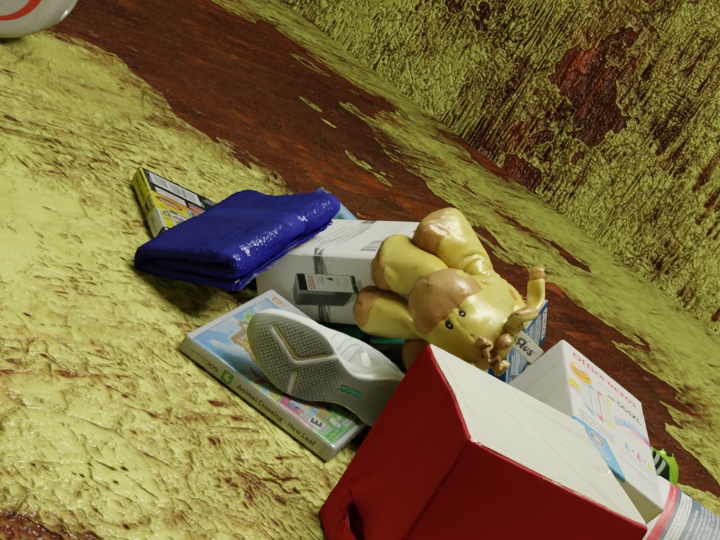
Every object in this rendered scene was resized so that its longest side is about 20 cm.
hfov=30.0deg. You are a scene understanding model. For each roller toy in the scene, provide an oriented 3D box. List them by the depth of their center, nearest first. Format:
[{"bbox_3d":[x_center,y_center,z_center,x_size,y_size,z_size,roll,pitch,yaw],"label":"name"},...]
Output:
[{"bbox_3d":[-0.485,-0.420,1.873,0.140,0.198,0.184,-79,146,-74],"label":"roller toy"}]

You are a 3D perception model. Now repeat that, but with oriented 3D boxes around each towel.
[{"bbox_3d":[-0.129,-0.034,1.439,0.147,0.050,0.200,4,23,33],"label":"towel"}]

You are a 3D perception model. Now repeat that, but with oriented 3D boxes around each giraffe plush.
[{"bbox_3d":[0.094,0.048,1.297,0.199,0.174,0.162,26,11,1],"label":"giraffe plush"}]

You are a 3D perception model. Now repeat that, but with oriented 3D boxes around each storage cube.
[{"bbox_3d":[0.094,0.201,1.085,0.199,0.181,0.171,27,15,-18],"label":"storage cube"}]

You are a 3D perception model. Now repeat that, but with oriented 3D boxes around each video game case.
[{"bbox_3d":[-0.064,0.099,1.350,0.181,0.022,0.200,36,22,10],"label":"video game case"},{"bbox_3d":[-0.173,-0.041,1.614,0.199,0.026,0.181,26,16,-29],"label":"video game case"}]

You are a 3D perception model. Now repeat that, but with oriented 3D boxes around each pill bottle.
[{"bbox_3d":[0.358,0.316,1.394,0.199,0.120,0.120,34,14,3],"label":"pill bottle"}]

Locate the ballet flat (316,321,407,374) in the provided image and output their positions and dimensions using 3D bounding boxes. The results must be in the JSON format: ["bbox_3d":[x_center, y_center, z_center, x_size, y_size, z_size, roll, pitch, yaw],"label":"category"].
[{"bbox_3d":[0.012,0.091,1.465,0.199,0.069,0.068,11,27,42],"label":"ballet flat"}]

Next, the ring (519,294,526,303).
[{"bbox_3d":[0.116,0.061,1.637,0.201,0.198,0.019,-74,150,-75],"label":"ring"}]

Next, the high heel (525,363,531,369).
[{"bbox_3d":[0.203,0.161,1.660,0.200,0.072,0.142,51,17,30],"label":"high heel"}]

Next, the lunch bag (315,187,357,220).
[{"bbox_3d":[0.007,0.003,1.738,0.151,0.094,0.200,47,7,34],"label":"lunch bag"}]

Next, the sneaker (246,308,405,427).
[{"bbox_3d":[-0.030,0.091,1.303,0.199,0.071,0.080,31,14,-25],"label":"sneaker"}]

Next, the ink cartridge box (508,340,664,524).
[{"bbox_3d":[0.214,0.183,1.389,0.128,0.125,0.201,38,26,-19],"label":"ink cartridge box"}]

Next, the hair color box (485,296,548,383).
[{"bbox_3d":[0.165,0.088,1.695,0.099,0.061,0.200,8,19,19],"label":"hair color box"}]

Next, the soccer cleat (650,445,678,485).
[{"bbox_3d":[0.330,0.243,1.636,0.067,0.082,0.199,-13,-30,40],"label":"soccer cleat"}]

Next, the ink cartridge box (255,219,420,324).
[{"bbox_3d":[0.000,0.000,1.501,0.198,0.084,0.147,3,18,25],"label":"ink cartridge box"}]
